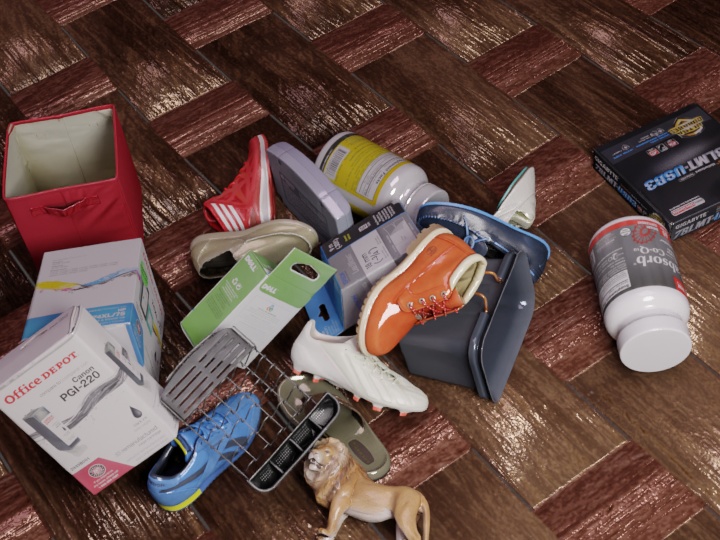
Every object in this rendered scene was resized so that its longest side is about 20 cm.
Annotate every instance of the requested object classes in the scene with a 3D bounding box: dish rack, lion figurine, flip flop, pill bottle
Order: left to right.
[{"bbox_3d":[-0.145,0.169,1.438,0.200,0.055,0.153,41,68,6],"label":"dish rack"},{"bbox_3d":[-0.035,0.199,1.492,0.081,0.058,0.200,-32,52,-20],"label":"flip flop"},{"bbox_3d":[0.016,0.285,1.394,0.200,0.072,0.123,16,63,13],"label":"lion figurine"},{"bbox_3d":[0.033,-0.127,1.740,0.200,0.111,0.111,32,59,30],"label":"pill bottle"},{"bbox_3d":[0.383,0.032,1.549,0.116,0.116,0.200,-5,48,3],"label":"pill bottle"}]

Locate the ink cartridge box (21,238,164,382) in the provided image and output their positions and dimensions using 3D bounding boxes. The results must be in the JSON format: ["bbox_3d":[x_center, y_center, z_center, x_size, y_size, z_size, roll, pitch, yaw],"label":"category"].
[{"bbox_3d":[-0.361,0.077,1.560,0.146,0.147,0.200,-9,36,1],"label":"ink cartridge box"}]

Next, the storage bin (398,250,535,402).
[{"bbox_3d":[0.140,0.063,1.549,0.134,0.146,0.200,5,48,26],"label":"storage bin"}]

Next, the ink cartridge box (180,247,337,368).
[{"bbox_3d":[-0.140,0.037,1.560,0.200,0.104,0.059,-46,52,11],"label":"ink cartridge box"}]

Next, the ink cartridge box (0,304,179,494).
[{"bbox_3d":[-0.347,0.164,1.435,0.146,0.200,0.085,-36,23,9],"label":"ink cartridge box"}]

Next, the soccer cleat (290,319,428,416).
[{"bbox_3d":[0.001,0.131,1.515,0.200,0.078,0.069,22,10,12],"label":"soccer cleat"}]

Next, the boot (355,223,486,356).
[{"bbox_3d":[0.078,0.040,1.470,0.107,0.075,0.200,34,85,42],"label":"boot"}]

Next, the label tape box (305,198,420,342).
[{"bbox_3d":[0.000,0.000,1.598,0.200,0.063,0.144,-32,30,2],"label":"label tape box"}]

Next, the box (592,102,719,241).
[{"bbox_3d":[0.496,-0.154,1.747,0.200,0.050,0.199,-24,49,-13],"label":"box"}]

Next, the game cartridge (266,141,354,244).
[{"bbox_3d":[-0.071,-0.107,1.721,0.040,0.133,0.200,-34,53,-14],"label":"game cartridge"}]

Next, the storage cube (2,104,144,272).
[{"bbox_3d":[-0.438,-0.120,1.749,0.171,0.180,0.200,-11,49,-2],"label":"storage cube"}]

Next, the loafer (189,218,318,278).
[{"bbox_3d":[-0.160,-0.023,1.702,0.200,0.076,0.068,-10,49,11],"label":"loafer"}]

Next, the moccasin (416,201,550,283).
[{"bbox_3d":[0.173,-0.039,1.610,0.200,0.080,0.068,18,68,-2],"label":"moccasin"}]

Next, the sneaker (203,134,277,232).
[{"bbox_3d":[-0.196,-0.136,1.802,0.115,0.078,0.200,-7,47,-1],"label":"sneaker"}]

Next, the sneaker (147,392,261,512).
[{"bbox_3d":[-0.201,0.223,1.482,0.066,0.078,0.200,25,54,28],"label":"sneaker"}]

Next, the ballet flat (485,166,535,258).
[{"bbox_3d":[0.221,-0.070,1.703,0.069,0.069,0.200,27,63,28],"label":"ballet flat"}]
